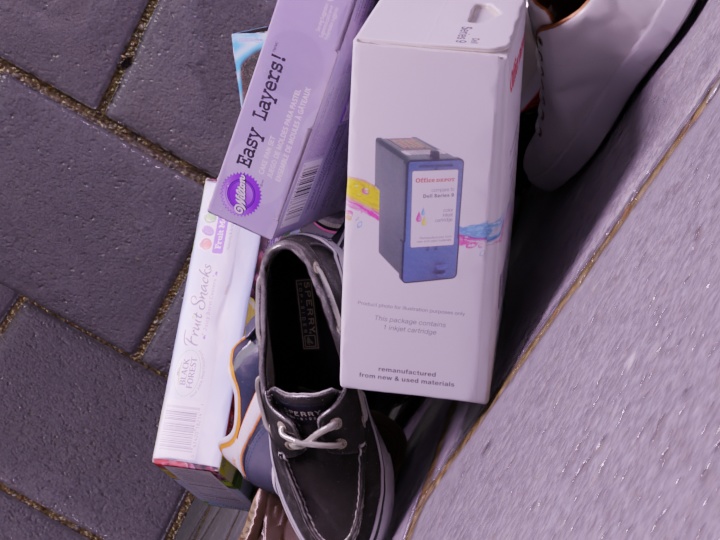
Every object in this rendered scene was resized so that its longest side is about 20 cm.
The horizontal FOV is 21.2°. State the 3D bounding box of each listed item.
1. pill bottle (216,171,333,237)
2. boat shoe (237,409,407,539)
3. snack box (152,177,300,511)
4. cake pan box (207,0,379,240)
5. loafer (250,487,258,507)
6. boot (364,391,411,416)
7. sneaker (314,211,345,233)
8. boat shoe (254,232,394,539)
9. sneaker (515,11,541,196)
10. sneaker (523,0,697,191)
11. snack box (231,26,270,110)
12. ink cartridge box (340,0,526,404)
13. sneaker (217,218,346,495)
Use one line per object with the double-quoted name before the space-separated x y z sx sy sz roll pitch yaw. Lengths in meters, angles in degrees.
"pill bottle" -0.020 -0.036 1.550 0.116 0.199 0.116 -61 3 5
"boat shoe" -0.040 0.177 1.230 0.200 0.072 0.065 -54 -19 -14
"snack box" -0.085 0.055 1.333 0.142 0.053 0.201 61 -143 -69
"cake pan box" -0.012 -0.121 1.168 0.184 0.052 0.201 -27 -42 -68
"loafer" -0.038 0.163 1.324 0.200 0.073 0.072 -58 0 31
"boot" 0.031 0.031 1.360 0.204 0.073 0.154 -56 3 40
"sneaker" 0.012 -0.115 1.381 0.200 0.074 0.087 -60 -1 13
"boat shoe" -0.029 0.079 1.114 0.064 0.070 0.201 -22 -78 -76
"sneaker" 0.090 -0.124 1.227 0.200 0.093 0.070 -54 -35 12
"sneaker" 0.127 -0.130 1.135 0.200 0.084 0.073 -61 4 47
"snack box" -0.002 -0.109 1.323 0.037 0.199 0.117 -21 -71 -45
"ink cartridge box" 0.043 -0.049 1.072 0.145 0.087 0.201 -68 -16 -66
"sneaker" -0.032 0.039 1.195 0.078 0.079 0.201 29 -98 -56
